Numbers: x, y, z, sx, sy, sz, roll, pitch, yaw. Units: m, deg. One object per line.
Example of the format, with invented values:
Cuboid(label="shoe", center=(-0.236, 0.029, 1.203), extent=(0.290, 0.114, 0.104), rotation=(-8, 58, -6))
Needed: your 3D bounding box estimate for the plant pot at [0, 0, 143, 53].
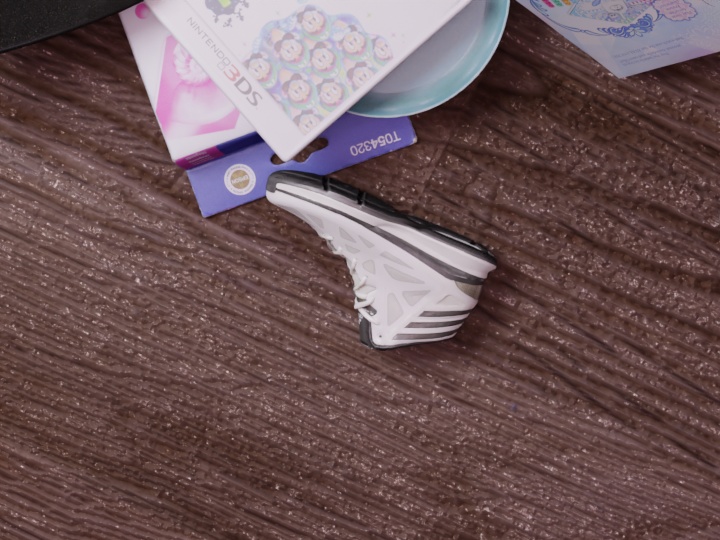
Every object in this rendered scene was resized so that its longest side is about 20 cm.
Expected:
Cuboid(label="plant pot", center=(-0.256, -0.295, 1.648), extent=(0.177, 0.200, 0.200), rotation=(-4, 141, -2))

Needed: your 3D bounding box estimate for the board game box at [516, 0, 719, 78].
Cuboid(label="board game box", center=(0.201, -0.228, 1.618), extent=(0.199, 0.200, 0.043), rotation=(33, 65, -29))

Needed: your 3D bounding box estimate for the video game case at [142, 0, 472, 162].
Cuboid(label="video game case", center=(-0.044, -0.217, 1.690), extent=(0.200, 0.024, 0.182), rotation=(-41, 96, 7))

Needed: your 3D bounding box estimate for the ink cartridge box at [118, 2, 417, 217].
Cuboid(label="ink cartridge box", center=(-0.077, -0.164, 1.761), extent=(0.196, 0.043, 0.200), rotation=(-20, 96, 8))

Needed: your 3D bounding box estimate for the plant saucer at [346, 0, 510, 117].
Cuboid(label="plant saucer", center=(0.019, -0.222, 1.712), extent=(0.200, 0.027, 0.200), rotation=(0, 99, 2))

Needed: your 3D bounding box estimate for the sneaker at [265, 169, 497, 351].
Cuboid(label="sneaker", center=(0.000, 0.000, 1.764), extent=(0.200, 0.076, 0.115), rotation=(24, 100, -3))
